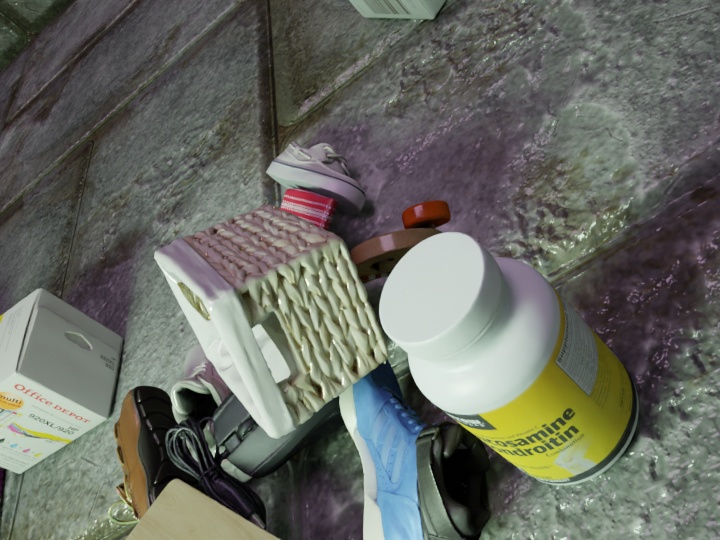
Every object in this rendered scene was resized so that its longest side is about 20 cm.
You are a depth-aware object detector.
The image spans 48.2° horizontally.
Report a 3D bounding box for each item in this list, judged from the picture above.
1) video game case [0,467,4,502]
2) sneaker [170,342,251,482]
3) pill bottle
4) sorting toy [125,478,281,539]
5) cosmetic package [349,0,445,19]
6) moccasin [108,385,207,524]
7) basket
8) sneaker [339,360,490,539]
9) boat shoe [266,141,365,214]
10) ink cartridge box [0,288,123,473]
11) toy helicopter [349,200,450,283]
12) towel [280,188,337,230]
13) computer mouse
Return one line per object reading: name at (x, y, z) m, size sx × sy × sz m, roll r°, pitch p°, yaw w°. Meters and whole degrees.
video game case at (-0.586, 0.372, 1.144) m, size 0.200 × 0.036 × 0.182 m, roll -41°, pitch 38°, yaw 12°
sneaker at (-0.160, 0.128, 0.854) m, size 0.078 × 0.099 × 0.200 m, roll -47°, pitch 37°, yaw 4°
pill bottle at (0.103, 0.062, 0.555) m, size 0.111 × 0.200 × 0.113 m, roll -27°, pitch 42°, yaw 28°
sorting toy at (-0.127, 0.302, 0.633) m, size 0.198 × 0.070 × 0.199 m, roll 20°, pitch 57°, yaw 28°
cosmetic package at (0.057, -0.469, 1.074) m, size 0.164 × 0.165 × 0.201 m, roll 22°, pitch 76°, yaw 51°
moccasin at (-0.205, 0.210, 0.793) m, size 0.078 × 0.073 × 0.202 m, roll -53°, pitch 50°, yaw 24°
basket at (-0.080, 0.029, 0.701) m, size 0.123 × 0.137 × 0.200 m, roll -30°, pitch 24°, yaw -17°
sneaker at (0.048, 0.135, 0.650) m, size 0.111 × 0.076 × 0.201 m, roll -35°, pitch 44°, yaw 29°
boat shoe at (-0.047, -0.120, 0.976) m, size 0.066 × 0.072 × 0.200 m, roll -59°, pitch 29°, yaw -4°
ink cartridge box at (-0.451, 0.154, 1.095) m, size 0.199 × 0.147 × 0.146 m, roll -31°, pitch 41°, yaw 24°
toy helicopter at (0.000, 0.000, 0.790) m, size 0.199 × 0.131 × 0.080 m, roll -28°, pitch 73°, yaw 53°
towel at (-0.092, 0.006, 0.891) m, size 0.202 × 0.022 × 0.144 m, roll -67°, pitch 24°, yaw 2°
computer mouse at (-0.076, 0.136, 0.746) m, size 0.200 × 0.053 × 0.138 m, roll -39°, pitch 64°, yaw -16°
